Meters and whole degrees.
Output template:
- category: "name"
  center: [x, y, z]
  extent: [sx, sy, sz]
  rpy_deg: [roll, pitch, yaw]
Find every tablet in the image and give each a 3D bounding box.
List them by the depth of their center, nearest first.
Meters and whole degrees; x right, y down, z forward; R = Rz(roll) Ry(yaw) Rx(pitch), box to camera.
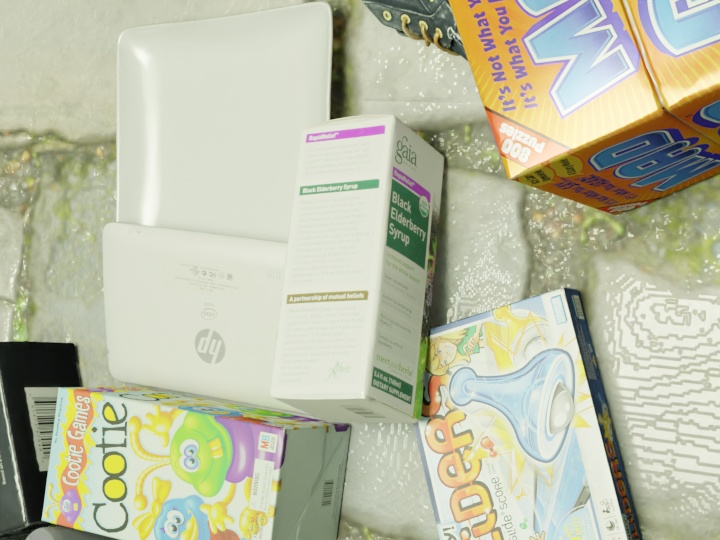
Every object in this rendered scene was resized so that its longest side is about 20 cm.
- category: "tablet"
  center: [-0.112, 0.036, 1.143]
  extent: [0.198, 0.014, 0.132]
  rpy_deg: [8, 107, 26]

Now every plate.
- category: "plate"
  center: [-0.102, -0.096, 1.159]
  extent: [0.198, 0.032, 0.202]
  rpy_deg: [-3, 85, 27]

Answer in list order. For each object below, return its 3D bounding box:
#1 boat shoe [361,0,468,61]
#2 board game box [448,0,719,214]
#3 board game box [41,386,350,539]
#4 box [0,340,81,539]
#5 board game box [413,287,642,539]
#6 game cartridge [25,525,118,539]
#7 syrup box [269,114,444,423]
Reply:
- category: "boat shoe"
  center: [0.061, -0.179, 1.064]
  extent: [0.090, 0.071, 0.202]
  rpy_deg: [-32, 66, 23]
- category: "board game box"
  center: [0.182, -0.172, 0.922]
  extent: [0.198, 0.200, 0.202]
  rpy_deg: [-23, 76, 24]
- category: "board game box"
  center: [-0.122, 0.151, 1.112]
  extent: [0.198, 0.103, 0.106]
  rpy_deg: [7, 89, 28]
- category: "box"
  center: [-0.324, 0.154, 1.216]
  extent: [0.198, 0.104, 0.150]
  rpy_deg: [-18, 79, 26]
- category: "board game box"
  center: [0.109, 0.127, 1.031]
  extent: [0.134, 0.034, 0.202]
  rpy_deg: [-19, 77, 25]
- category: "game cartridge"
  center: [-0.164, 0.269, 1.109]
  extent: [0.041, 0.133, 0.200]
  rpy_deg: [-48, 68, 16]
- category: "syrup box"
  center: [0.000, 0.000, 1.046]
  extent: [0.081, 0.079, 0.202]
  rpy_deg: [-3, 71, 30]
